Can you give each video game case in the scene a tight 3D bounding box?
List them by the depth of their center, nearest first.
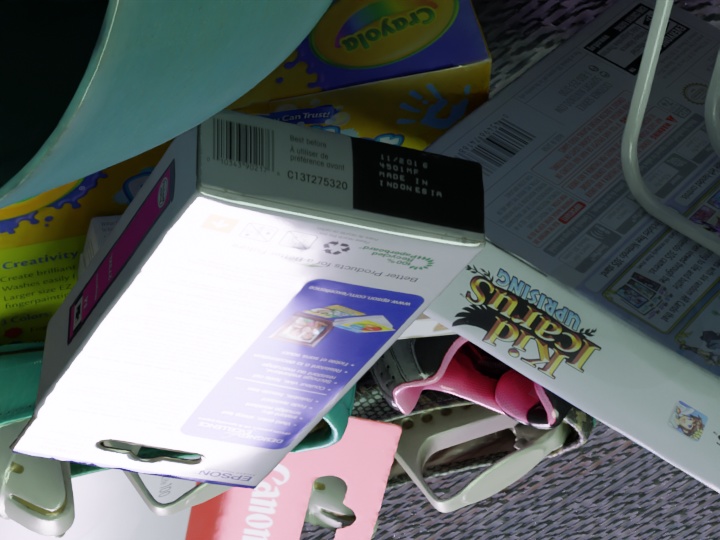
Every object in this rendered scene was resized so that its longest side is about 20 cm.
[{"bbox_3d":[0.124,-0.009,0.972,0.200,0.181,0.046,-39,153,-50],"label":"video game case"}]

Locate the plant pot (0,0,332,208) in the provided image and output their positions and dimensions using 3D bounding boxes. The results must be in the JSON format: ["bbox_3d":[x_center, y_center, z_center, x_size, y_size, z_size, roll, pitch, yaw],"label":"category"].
[{"bbox_3d":[-0.088,-0.120,0.782,0.200,0.201,0.161,-41,165,34],"label":"plant pot"}]

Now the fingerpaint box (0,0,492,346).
[{"bbox_3d":[-0.059,-0.038,1.027,0.199,0.074,0.167,-12,149,-8],"label":"fingerpaint box"}]

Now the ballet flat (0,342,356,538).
[{"bbox_3d":[-0.095,0.058,1.022,0.199,0.071,0.067,-12,149,-5],"label":"ballet flat"}]

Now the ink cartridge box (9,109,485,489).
[{"bbox_3d":[-0.042,0.015,0.914,0.094,0.037,0.200,10,148,-20],"label":"ink cartridge box"}]

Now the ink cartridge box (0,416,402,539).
[{"bbox_3d":[-0.094,0.106,1.197,0.199,0.057,0.163,14,144,0],"label":"ink cartridge box"}]

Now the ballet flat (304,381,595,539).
[{"bbox_3d":[0.012,0.081,1.245,0.199,0.072,0.072,-17,148,2],"label":"ballet flat"}]

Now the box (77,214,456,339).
[{"bbox_3d":[0.000,0.000,1.004,0.199,0.042,0.039,-5,147,-19],"label":"box"}]

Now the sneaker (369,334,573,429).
[{"bbox_3d":[0.080,0.027,1.169,0.199,0.096,0.079,2,142,-28],"label":"sneaker"}]

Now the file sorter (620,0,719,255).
[{"bbox_3d":[0.201,-0.080,0.943,0.199,0.124,0.140,-25,137,-43],"label":"file sorter"}]
